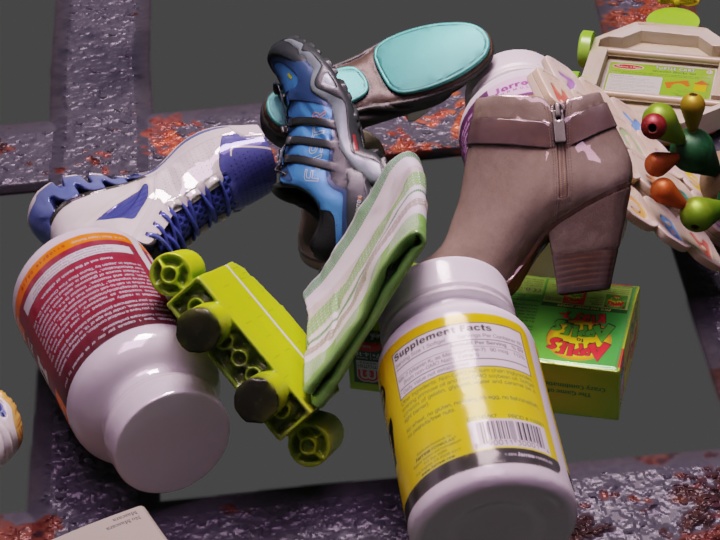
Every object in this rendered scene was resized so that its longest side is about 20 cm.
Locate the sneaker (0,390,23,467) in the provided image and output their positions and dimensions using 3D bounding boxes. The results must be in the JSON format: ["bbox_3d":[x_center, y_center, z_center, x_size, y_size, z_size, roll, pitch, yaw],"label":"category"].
[{"bbox_3d":[-0.341,0.105,1.655,0.199,0.076,0.088,12,39,21],"label":"sneaker"}]

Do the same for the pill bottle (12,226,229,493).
[{"bbox_3d":[-0.167,0.064,1.663,0.112,0.114,0.200,-17,38,-17],"label":"pill bottle"}]

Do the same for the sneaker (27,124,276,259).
[{"bbox_3d":[-0.153,-0.032,1.832,0.198,0.081,0.115,-19,42,-9],"label":"sneaker"}]

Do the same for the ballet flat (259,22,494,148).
[{"bbox_3d":[0.013,-0.147,1.901,0.199,0.069,0.068,-18,64,-4],"label":"ballet flat"}]

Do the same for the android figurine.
[{"bbox_3d":[-0.075,0.056,1.639,0.041,0.182,0.200,-40,0,9],"label":"android figurine"}]

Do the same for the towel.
[{"bbox_3d":[0.000,0.000,1.654,0.031,0.150,0.200,28,15,-8],"label":"towel"}]

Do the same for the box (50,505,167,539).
[{"bbox_3d":[-0.126,0.239,1.461,0.082,0.069,0.200,-21,39,-22],"label":"box"}]

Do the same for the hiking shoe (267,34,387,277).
[{"bbox_3d":[-0.037,-0.096,1.800,0.086,0.075,0.201,-26,60,-4],"label":"hiking shoe"}]

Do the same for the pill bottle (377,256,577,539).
[{"bbox_3d":[0.072,0.095,1.572,0.113,0.115,0.201,-7,48,-5],"label":"pill bottle"}]

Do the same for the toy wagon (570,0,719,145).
[{"bbox_3d":[0.262,-0.175,2.013,0.154,0.040,0.200,7,37,13],"label":"toy wagon"}]

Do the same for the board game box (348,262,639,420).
[{"bbox_3d":[0.099,0.049,1.717,0.198,0.048,0.102,6,38,13],"label":"board game box"}]

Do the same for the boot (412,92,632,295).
[{"bbox_3d":[0.097,-0.051,1.680,0.198,0.148,0.070,-6,-3,-1],"label":"boot"}]

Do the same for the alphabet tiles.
[{"bbox_3d":[0.210,-0.086,1.800,0.199,0.015,0.196,28,28,-37],"label":"alphabet tiles"}]

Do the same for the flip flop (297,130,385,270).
[{"bbox_3d":[-0.009,-0.063,1.867,0.080,0.058,0.201,-1,36,3],"label":"flip flop"}]

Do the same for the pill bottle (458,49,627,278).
[{"bbox_3d":[0.137,-0.088,1.845,0.111,0.113,0.201,-7,37,-5],"label":"pill bottle"}]

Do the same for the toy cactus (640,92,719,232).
[{"bbox_3d":[0.288,-0.068,1.784,0.199,0.103,0.165,32,14,-7],"label":"toy cactus"}]
